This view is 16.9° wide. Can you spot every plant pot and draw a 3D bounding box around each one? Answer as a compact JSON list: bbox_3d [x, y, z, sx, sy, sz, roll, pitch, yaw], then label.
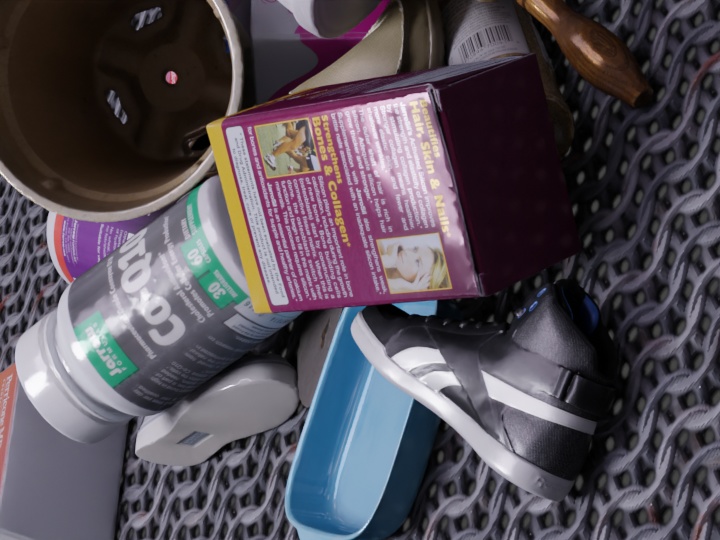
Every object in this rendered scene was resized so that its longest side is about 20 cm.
[{"bbox_3d":[-0.157,-0.140,1.733,0.201,0.200,0.183,-63,-9,10],"label":"plant pot"}]

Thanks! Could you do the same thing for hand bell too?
[{"bbox_3d":[0.111,-0.169,1.506,0.200,0.104,0.104,47,115,29],"label":"hand bell"}]

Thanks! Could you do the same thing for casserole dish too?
[{"bbox_3d":[0.013,0.092,1.574,0.121,0.039,0.201,4,74,59],"label":"casserole dish"}]

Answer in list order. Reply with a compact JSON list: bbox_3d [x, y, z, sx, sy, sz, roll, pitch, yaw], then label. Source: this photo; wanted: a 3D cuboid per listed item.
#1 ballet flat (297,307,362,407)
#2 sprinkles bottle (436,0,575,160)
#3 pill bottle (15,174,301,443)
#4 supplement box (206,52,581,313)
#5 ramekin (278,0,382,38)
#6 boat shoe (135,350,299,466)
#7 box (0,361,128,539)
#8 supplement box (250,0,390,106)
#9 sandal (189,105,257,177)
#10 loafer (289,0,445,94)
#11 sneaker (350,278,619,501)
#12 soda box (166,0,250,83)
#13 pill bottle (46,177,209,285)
[{"bbox_3d":[0.000,0.000,1.667,0.067,0.046,0.201,4,79,64],"label":"ballet flat"},{"bbox_3d":[0.085,-0.145,1.583,0.068,0.068,0.200,-52,32,28],"label":"sprinkles bottle"},{"bbox_3d":[-0.137,0.030,1.679,0.200,0.113,0.113,-36,40,24],"label":"pill bottle"},{"bbox_3d":[0.018,-0.052,1.490,0.200,0.103,0.131,-4,103,44],"label":"supplement box"},{"bbox_3d":[-0.011,-0.258,1.556,0.203,0.094,0.203,-54,-14,-19],"label":"ramekin"},{"bbox_3d":[-0.102,0.087,1.760,0.200,0.072,0.069,140,138,-58],"label":"boat shoe"},{"bbox_3d":[-0.285,0.185,1.965,0.200,0.106,0.153,-34,43,47],"label":"box"},{"bbox_3d":[-0.028,-0.212,1.757,0.104,0.101,0.201,90,180,-53],"label":"supplement box"},{"bbox_3d":[-0.108,-0.084,1.895,0.200,0.054,0.081,-46,35,37],"label":"sandal"},{"bbox_3d":[-0.009,-0.105,1.613,0.200,0.067,0.076,-57,31,34],"label":"loafer"},{"bbox_3d":[0.084,0.043,1.443,0.200,0.073,0.112,39,102,43],"label":"sneaker"},{"bbox_3d":[-0.120,-0.206,1.902,0.070,0.063,0.201,-114,23,-53],"label":"soda box"},{"bbox_3d":[-0.139,-0.019,1.819,0.200,0.112,0.113,15,84,46],"label":"pill bottle"}]
